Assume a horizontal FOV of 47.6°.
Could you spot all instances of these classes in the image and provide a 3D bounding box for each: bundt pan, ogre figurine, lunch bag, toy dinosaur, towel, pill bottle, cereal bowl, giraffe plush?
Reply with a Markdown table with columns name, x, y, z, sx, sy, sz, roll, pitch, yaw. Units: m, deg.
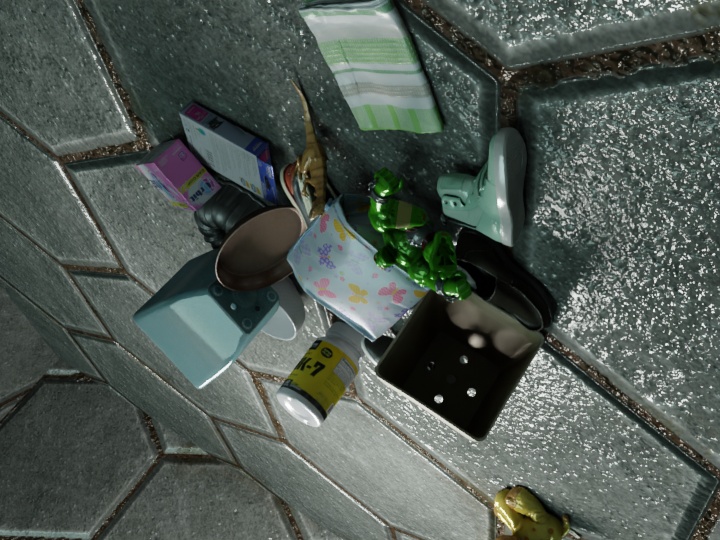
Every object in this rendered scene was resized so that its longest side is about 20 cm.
| name | x | y | z | sx | sy | sz | roll | pitch | yaw |
| --- | --- | --- | --- | --- | --- | --- | --- | --- | --- |
| bundt pan | -0.242 | -0.077 | 1.581 | 0.201 | 0.076 | 0.202 | 30 | 152 | 18 |
| ogre figurine | 0.073 | -0.041 | 1.137 | 0.200 | 0.098 | 0.120 | 35 | 165 | -7 |
| lunch bag | 0.003 | -0.018 | 1.274 | 0.200 | 0.127 | 0.170 | 34 | 131 | -9 |
| toy dinosaur | -0.069 | -0.177 | 1.220 | 0.106 | 0.060 | 0.201 | 170 | 90 | -75 |
| towel | 0.014 | -0.256 | 1.035 | 0.149 | 0.031 | 0.200 | 13 | 144 | 42 |
| pill bottle | -0.073 | 0.210 | 1.680 | 0.114 | 0.200 | 0.115 | 28 | 152 | 17 |
| cereal bowl | -0.194 | 0.051 | 1.710 | 0.199 | 0.083 | 0.200 | 29 | 151 | 18 |
| giraffe plush | 0.358 | 0.598 | 1.792 | 0.199 | 0.162 | 0.173 | 26 | 151 | 23 |

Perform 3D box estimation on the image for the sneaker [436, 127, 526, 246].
| name | x | y | z | sx | sy | sz | roll | pitch | yaw |
| --- | --- | --- | --- | --- | --- | --- | --- | --- | --- |
| sneaker | 0.147 | -0.111 | 1.042 | 0.118 | 0.074 | 0.201 | 19 | 151 | 21 |

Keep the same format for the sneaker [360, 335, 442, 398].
| name | x | y | z | sx | sy | sz | roll | pitch | yaw |
| --- | --- | --- | --- | --- | --- | --- | --- | --- | --- |
| sneaker | 0.099 | 0.166 | 1.552 | 0.199 | 0.071 | 0.099 | 32 | 151 | 0 |

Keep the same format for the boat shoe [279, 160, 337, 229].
| name | x | y | z | sx | sy | sz | roll | pitch | yaw |
| --- | --- | --- | --- | --- | --- | --- | --- | --- | --- |
| boat shoe | -0.057 | -0.095 | 1.337 | 0.062 | 0.071 | 0.200 | -2 | 129 | 48 |

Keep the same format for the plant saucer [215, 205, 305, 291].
| name | x | y | z | sx | sy | sz | roll | pitch | yaw |
| --- | --- | --- | --- | --- | --- | --- | --- | --- | --- |
| plant saucer | -0.170 | -0.044 | 1.438 | 0.035 | 0.200 | 0.201 | 52 | 163 | 31 |

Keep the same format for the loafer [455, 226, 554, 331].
| name | x | y | z | sx | sy | sz | roll | pitch | yaw |
| --- | --- | --- | --- | --- | --- | --- | --- | --- | --- |
| loafer | 0.202 | 0.026 | 1.196 | 0.200 | 0.071 | 0.073 | 45 | 153 | -12 |

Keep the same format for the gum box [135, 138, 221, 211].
| name | x | y | z | sx | sy | sz | roll | pitch | yaw |
| --- | --- | --- | --- | --- | --- | --- | --- | --- | --- |
| gum box | -0.343 | -0.176 | 1.517 | 0.114 | 0.066 | 0.200 | 50 | 166 | -21 |

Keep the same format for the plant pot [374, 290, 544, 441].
| name | x | y | z | sx | sy | sz | roll | pitch | yaw |
| --- | --- | --- | --- | --- | --- | --- | --- | --- | --- |
| plant pot | 0.156 | 0.160 | 1.349 | 0.199 | 0.200 | 0.177 | 32 | 164 | 12 |

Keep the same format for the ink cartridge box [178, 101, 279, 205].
| name | x | y | z | sx | sy | sz | roll | pitch | yaw |
| --- | --- | --- | --- | --- | --- | --- | --- | --- | --- |
| ink cartridge box | -0.214 | -0.198 | 1.396 | 0.199 | 0.042 | 0.120 | 32 | 154 | 18 |

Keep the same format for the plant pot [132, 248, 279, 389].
| name | x | y | z | sx | sy | sz | roll | pitch | yaw |
| --- | --- | --- | --- | --- | --- | --- | --- | --- | --- |
| plant pot | -0.270 | 0.073 | 1.554 | 0.197 | 0.196 | 0.200 | 49 | 138 | -12 |
